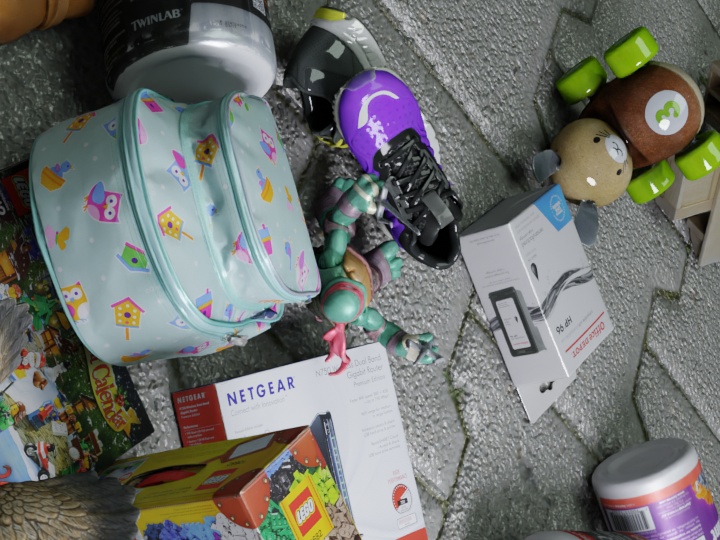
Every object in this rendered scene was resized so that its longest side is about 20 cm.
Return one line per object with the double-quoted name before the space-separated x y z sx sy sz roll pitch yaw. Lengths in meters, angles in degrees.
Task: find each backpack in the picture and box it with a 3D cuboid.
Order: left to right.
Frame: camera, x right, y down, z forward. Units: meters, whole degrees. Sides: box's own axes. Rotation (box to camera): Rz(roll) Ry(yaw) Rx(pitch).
"backpack" -0.120 -0.031 0.875 0.200 0.152 0.178 -10 85 -68

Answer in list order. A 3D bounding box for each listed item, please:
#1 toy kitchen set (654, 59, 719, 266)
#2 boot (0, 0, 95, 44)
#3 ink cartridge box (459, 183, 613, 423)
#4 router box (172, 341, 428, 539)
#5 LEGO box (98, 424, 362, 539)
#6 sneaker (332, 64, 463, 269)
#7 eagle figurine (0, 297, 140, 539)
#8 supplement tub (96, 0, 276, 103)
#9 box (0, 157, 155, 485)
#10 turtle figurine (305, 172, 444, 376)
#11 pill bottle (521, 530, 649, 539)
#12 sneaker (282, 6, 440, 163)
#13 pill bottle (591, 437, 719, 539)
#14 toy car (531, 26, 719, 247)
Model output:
"toy kitchen set" 0.423 -0.131 1.677 0.198 0.181 0.165 -15 133 -19
"boot" -0.250 -0.249 0.880 0.154 0.076 0.203 -21 98 -49
"ink cartridge box" 0.180 0.032 1.319 0.116 0.067 0.202 -35 106 -49
"router box" -0.040 0.160 1.031 0.199 0.048 0.182 -11 88 -51
"LEGO box" -0.091 0.191 0.841 0.077 0.198 0.150 -38 107 -49
"sneaker" 0.044 -0.076 1.110 0.100 0.069 0.201 52 -8 43
"eagle figurine" -0.235 0.124 0.729 0.152 0.198 0.153 56 -11 36
"supplement tub" -0.131 -0.218 0.969 0.122 0.122 0.203 14 60 -47
"box" -0.224 0.046 0.853 0.136 0.037 0.202 -35 106 -49
"turtle figurine" 0.000 0.000 1.048 0.200 0.099 0.152 -98 175 -71
"pill bottle" 0.194 0.293 1.218 0.199 0.115 0.118 14 68 -48
"sneaker" -0.004 -0.131 1.162 0.085 0.074 0.201 -48 128 -14
"pill bottle" 0.317 0.283 1.373 0.111 0.110 0.202 -31 103 -50
"toy car" 0.257 -0.123 1.411 0.200 0.157 0.165 -43 99 -35
